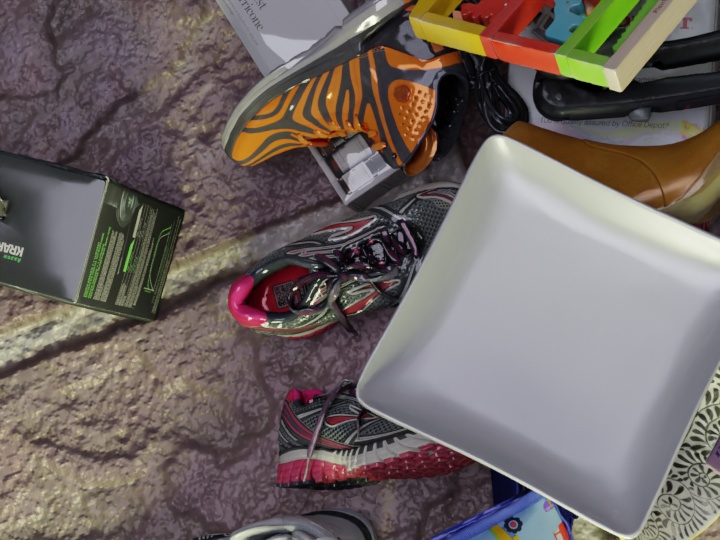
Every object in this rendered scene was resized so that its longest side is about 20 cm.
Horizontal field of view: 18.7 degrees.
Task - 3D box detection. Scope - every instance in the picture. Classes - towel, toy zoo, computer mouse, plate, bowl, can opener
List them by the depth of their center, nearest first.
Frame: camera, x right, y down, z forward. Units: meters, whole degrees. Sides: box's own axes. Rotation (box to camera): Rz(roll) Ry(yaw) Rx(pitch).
[{"bbox_3d":[0.126,0.041,1.377,0.200,0.032,0.200,26,78,8],"label":"plate"},{"bbox_3d":[0.123,-0.187,1.429,0.200,0.020,0.131,19,57,38],"label":"toy zoo"},{"bbox_3d":[0.210,-0.131,1.446,0.199,0.079,0.064,-3,94,-7],"label":"can opener"},{"bbox_3d":[0.117,0.116,1.484,0.049,0.200,0.148,-4,85,-1],"label":"towel"},{"bbox_3d":[0.200,0.083,1.493,0.094,0.201,0.201,27,91,38],"label":"bowl"},{"bbox_3d":[0.148,-0.189,1.500,0.200,0.044,0.110,-36,74,12],"label":"computer mouse"}]

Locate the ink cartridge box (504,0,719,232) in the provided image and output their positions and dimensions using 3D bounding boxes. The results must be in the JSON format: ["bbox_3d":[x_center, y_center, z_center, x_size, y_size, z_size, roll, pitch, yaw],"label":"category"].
[{"bbox_3d":[0.178,-0.095,1.547,0.145,0.083,0.201,4,85,12],"label":"ink cartridge box"}]

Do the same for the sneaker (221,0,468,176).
[{"bbox_3d":[-0.008,-0.103,1.522,0.200,0.078,0.112,-36,80,34],"label":"sneaker"}]

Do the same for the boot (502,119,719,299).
[{"bbox_3d":[0.167,-0.070,1.465,0.144,0.071,0.201,33,71,23],"label":"boot"}]

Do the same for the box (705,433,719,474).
[{"bbox_3d":[0.346,0.140,1.402,0.176,0.200,0.097,27,91,-11],"label":"box"}]

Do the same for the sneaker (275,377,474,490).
[{"bbox_3d":[0.009,0.110,1.531,0.200,0.081,0.075,-12,75,44],"label":"sneaker"}]

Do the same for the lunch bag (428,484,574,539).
[{"bbox_3d":[0.075,0.235,1.348,0.200,0.094,0.151,-26,90,-9],"label":"lunch bag"}]

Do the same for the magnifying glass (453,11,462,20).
[{"bbox_3d":[0.041,-0.236,1.622,0.080,0.022,0.200,-32,80,7],"label":"magnifying glass"}]

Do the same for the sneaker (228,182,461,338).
[{"bbox_3d":[0.000,0.000,1.557,0.200,0.075,0.081,-26,79,20],"label":"sneaker"}]

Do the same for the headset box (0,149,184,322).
[{"bbox_3d":[-0.244,-0.033,1.573,0.174,0.200,0.093,15,88,14],"label":"headset box"}]

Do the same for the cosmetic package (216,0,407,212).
[{"bbox_3d":[-0.026,-0.150,1.613,0.082,0.051,0.200,-34,79,6],"label":"cosmetic package"}]

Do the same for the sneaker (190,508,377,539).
[{"bbox_3d":[-0.091,0.219,1.559,0.200,0.115,0.075,-19,81,10],"label":"sneaker"}]
